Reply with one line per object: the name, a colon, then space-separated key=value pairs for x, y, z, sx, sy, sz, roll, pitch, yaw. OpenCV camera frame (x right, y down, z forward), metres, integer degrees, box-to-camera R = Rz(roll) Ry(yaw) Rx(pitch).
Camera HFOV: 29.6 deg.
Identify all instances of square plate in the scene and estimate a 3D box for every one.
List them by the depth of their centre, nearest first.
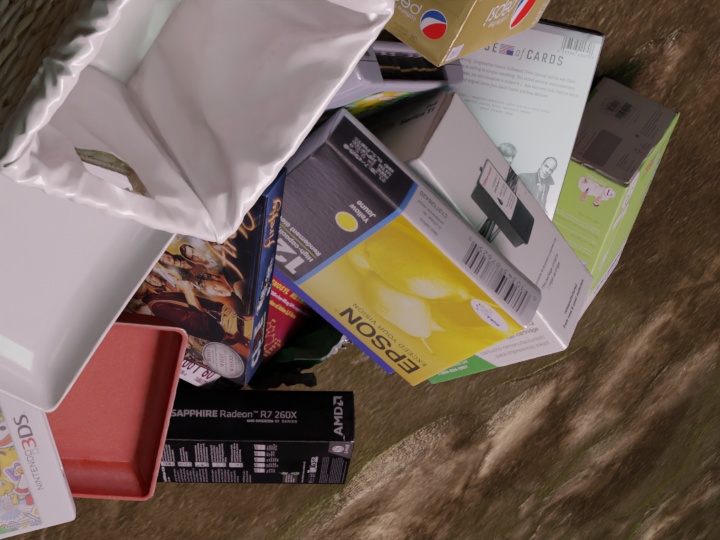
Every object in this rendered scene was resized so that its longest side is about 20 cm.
square plate: x=-0.243 y=-0.021 z=0.911 sx=0.199 sy=0.029 sz=0.199 roll=29 pitch=109 yaw=-26

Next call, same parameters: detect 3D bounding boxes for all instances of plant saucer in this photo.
plant saucer: x=-0.244 y=0.095 z=1.046 sx=0.197 sy=0.037 sz=0.202 roll=6 pitch=132 yaw=-14

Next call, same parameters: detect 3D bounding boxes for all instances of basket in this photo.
basket: x=-0.124 y=-0.154 z=0.812 sx=0.201 sy=0.161 sz=0.197 roll=-50 pitch=147 yaw=16

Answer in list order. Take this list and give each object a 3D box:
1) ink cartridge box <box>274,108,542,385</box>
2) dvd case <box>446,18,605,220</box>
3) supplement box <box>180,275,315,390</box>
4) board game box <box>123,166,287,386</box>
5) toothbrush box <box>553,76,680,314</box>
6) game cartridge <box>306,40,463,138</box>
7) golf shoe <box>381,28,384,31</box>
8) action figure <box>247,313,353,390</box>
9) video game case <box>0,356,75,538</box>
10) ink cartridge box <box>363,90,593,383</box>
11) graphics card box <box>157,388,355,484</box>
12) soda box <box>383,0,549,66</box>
ink cartridge box: x=0.000 y=0.000 z=1.007 sx=0.199 sy=0.197 sz=0.047 roll=-35 pitch=-160 yaw=48
dvd case: x=0.103 y=-0.110 z=1.111 sx=0.148 sy=0.025 sz=0.203 roll=9 pitch=109 yaw=-12
supplement box: x=-0.084 y=0.010 z=1.146 sx=0.200 sy=0.061 sz=0.109 roll=-46 pitch=147 yaw=7
board game box: x=-0.129 y=-0.015 z=1.006 sx=0.202 sy=0.134 sz=0.035 roll=100 pitch=16 yaw=-44
toothbrush box: x=0.214 y=-0.057 z=1.300 sx=0.146 sy=0.085 sz=0.202 roll=-48 pitch=158 yaw=-43
game cartridge: x=-0.018 y=-0.126 z=0.977 sx=0.132 sy=0.041 sz=0.199 roll=-15 pitch=-179 yaw=26
golf shoe: x=0.030 y=-0.222 z=0.978 sx=0.097 sy=0.078 sz=0.201 roll=2 pitch=130 yaw=-55
action figure: x=-0.044 y=0.067 z=1.213 sx=0.199 sy=0.055 sz=0.118 roll=-31 pitch=-167 yaw=46
video game case: x=-0.329 y=0.151 z=1.025 sx=0.197 sy=0.023 sz=0.184 roll=-13 pitch=133 yaw=-9
ink cartridge box: x=0.062 y=-0.021 z=1.049 sx=0.200 sy=0.146 sz=0.083 roll=50 pitch=46 yaw=-22
graphics card box: x=-0.105 y=0.146 z=1.189 sx=0.197 sy=0.052 sz=0.126 roll=2 pitch=154 yaw=-3
soda box: x=0.080 y=-0.200 z=0.945 sx=0.064 sy=0.067 sz=0.200 roll=-60 pitch=167 yaw=28
